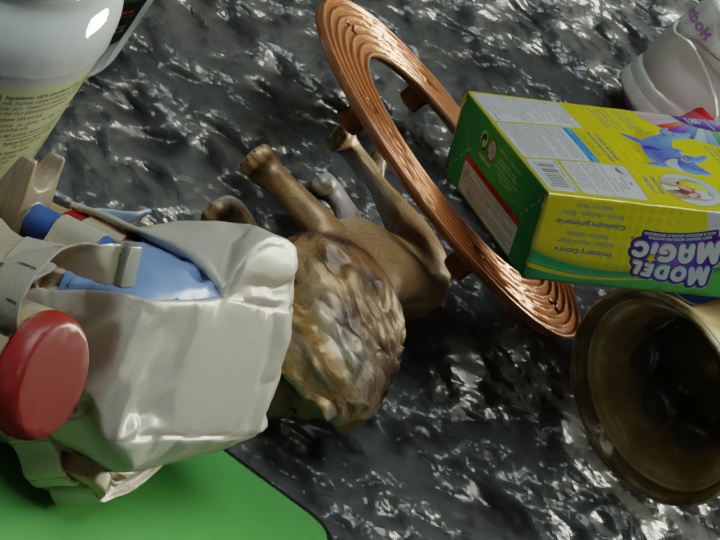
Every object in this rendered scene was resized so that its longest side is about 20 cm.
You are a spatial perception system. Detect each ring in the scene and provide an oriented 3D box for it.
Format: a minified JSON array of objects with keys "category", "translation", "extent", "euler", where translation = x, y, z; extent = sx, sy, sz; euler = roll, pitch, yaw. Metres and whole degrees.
[{"category":"ring","translation":[0.039,-0.046,1.357],"extent":[0.201,0.019,0.201],"euler":[49,16,-19]}]

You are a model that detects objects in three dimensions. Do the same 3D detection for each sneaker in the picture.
[{"category":"sneaker","translation":[0.247,-0.095,1.602],"extent":[0.199,0.100,0.075],"euler":[17,36,-31]}]

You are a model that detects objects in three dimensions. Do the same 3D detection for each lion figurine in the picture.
[{"category":"lion figurine","translation":[0.000,0.000,1.278],"extent":[0.123,0.073,0.200],"euler":[49,32,10]}]

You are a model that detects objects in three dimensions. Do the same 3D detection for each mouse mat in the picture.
[{"category":"mouse mat","translation":[-0.089,0.095,1.098],"extent":[0.161,0.008,0.200],"euler":[36,21,-3]}]

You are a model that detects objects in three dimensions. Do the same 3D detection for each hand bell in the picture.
[{"category":"hand bell","translation":[0.205,0.029,1.360],"extent":[0.199,0.104,0.104],"euler":[-23,65,-40]}]

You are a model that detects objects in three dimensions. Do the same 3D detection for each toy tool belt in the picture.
[{"category":"toy tool belt","translation":[-0.119,0.021,1.061],"extent":[0.122,0.126,0.200],"euler":[18,10,27]}]

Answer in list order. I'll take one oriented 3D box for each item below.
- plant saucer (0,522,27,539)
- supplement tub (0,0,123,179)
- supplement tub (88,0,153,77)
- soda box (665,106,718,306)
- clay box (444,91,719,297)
[{"category":"plant saucer","translation":[-0.158,0.159,0.967],"extent":[0.200,0.037,0.201],"euler":[26,34,-19]},{"category":"supplement tub","translation":[-0.180,-0.094,1.099],"extent":[0.144,0.200,0.145],"euler":[25,35,-19]},{"category":"supplement tub","translation":[-0.119,-0.193,1.277],"extent":[0.122,0.200,0.123],"euler":[25,35,-20]},{"category":"soda box","translation":[0.214,0.011,1.469],"extent":[0.200,0.070,0.063],"euler":[47,33,13]},{"category":"clay box","translation":[0.151,-0.030,1.299],"extent":[0.199,0.048,0.115],"euler":[7,24,-21]}]
